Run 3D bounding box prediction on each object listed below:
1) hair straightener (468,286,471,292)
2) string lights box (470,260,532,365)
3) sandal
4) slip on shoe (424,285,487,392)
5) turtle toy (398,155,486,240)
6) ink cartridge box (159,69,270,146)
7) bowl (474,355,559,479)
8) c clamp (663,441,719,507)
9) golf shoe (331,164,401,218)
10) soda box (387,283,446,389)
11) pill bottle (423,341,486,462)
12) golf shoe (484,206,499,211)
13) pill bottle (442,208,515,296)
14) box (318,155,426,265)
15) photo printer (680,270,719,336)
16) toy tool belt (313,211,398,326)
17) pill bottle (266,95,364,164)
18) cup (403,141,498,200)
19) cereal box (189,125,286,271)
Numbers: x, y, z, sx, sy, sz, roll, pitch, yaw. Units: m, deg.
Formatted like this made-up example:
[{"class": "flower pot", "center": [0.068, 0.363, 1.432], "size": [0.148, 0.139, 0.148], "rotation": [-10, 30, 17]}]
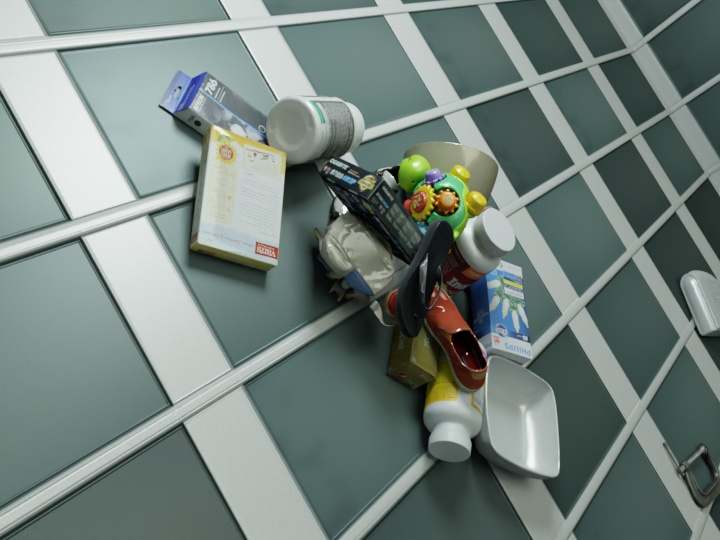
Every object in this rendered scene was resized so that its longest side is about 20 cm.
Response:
[{"class": "hair straightener", "center": [0.258, 0.050, 1.458], "size": [0.076, 0.041, 0.202], "rotation": [-29, 82, -47]}, {"class": "string lights box", "center": [0.275, 0.082, 1.380], "size": [0.100, 0.059, 0.205], "rotation": [16, 56, -25]}, {"class": "sandal", "center": [0.110, 0.011, 1.142], "size": [0.075, 0.042, 0.205], "rotation": [31, 74, -44]}, {"class": "slip on shoe", "center": [0.162, 0.107, 1.191], "size": [0.072, 0.062, 0.204], "rotation": [-10, 59, -23]}, {"class": "turtle toy", "center": [0.130, -0.128, 1.259], "size": [0.099, 0.147, 0.203], "rotation": [14, 37, -35]}, {"class": "ink cartridge box", "center": [-0.237, -0.265, 1.191], "size": [0.197, 0.039, 0.101], "rotation": [32, 48, -23]}, {"class": "bowl", "center": [0.282, 0.282, 1.306], "size": [0.197, 0.074, 0.204], "rotation": [29, 49, -28]}, {"class": "c clamp", "center": [0.835, 0.487, 1.720], "size": [0.196, 0.027, 0.175], "rotation": [-4, 68, -43]}, {"class": "golf shoe", "center": [0.018, -0.148, 1.313], "size": [0.078, 0.094, 0.200], "rotation": [50, 44, -6]}, {"class": "soda box", "center": [0.104, 0.105, 1.256], "size": [0.063, 0.067, 0.204], "rotation": [31, 48, -23]}, {"class": "pill bottle", "center": [0.164, 0.222, 1.214], "size": [0.103, 0.104, 0.204], "rotation": [33, 48, -22]}, {"class": "golf shoe", "center": [0.255, -0.091, 1.506], "size": [0.089, 0.075, 0.201], "rotation": [12, 28, 8]}, {"class": "pill bottle", "center": [0.193, -0.030, 1.321], "size": [0.111, 0.199, 0.116], "rotation": [21, 52, -30]}, {"class": "box", "center": [0.031, -0.096, 1.189], "size": [0.046, 0.158, 0.201], "rotation": [-47, 129, -7]}, {"class": "photo printer", "center": [1.061, 0.098, 2.129], "size": [0.163, 0.069, 0.205], "rotation": [5, 62, -40]}, {"class": "toy tool belt", "center": [0.000, 0.000, 1.189], "size": [0.125, 0.122, 0.201], "rotation": [-45, 103, -20]}, {"class": "pill bottle", "center": [-0.075, -0.256, 1.258], "size": [0.115, 0.112, 0.199], "rotation": [59, 29, 4]}, {"class": "cup", "center": [0.173, -0.148, 1.403], "size": [0.196, 0.198, 0.148], "rotation": [18, 75, -33]}, {"class": "cereal box", "center": [-0.193, -0.114, 1.116], "size": [0.141, 0.039, 0.206], "rotation": [17, 66, -34]}]
